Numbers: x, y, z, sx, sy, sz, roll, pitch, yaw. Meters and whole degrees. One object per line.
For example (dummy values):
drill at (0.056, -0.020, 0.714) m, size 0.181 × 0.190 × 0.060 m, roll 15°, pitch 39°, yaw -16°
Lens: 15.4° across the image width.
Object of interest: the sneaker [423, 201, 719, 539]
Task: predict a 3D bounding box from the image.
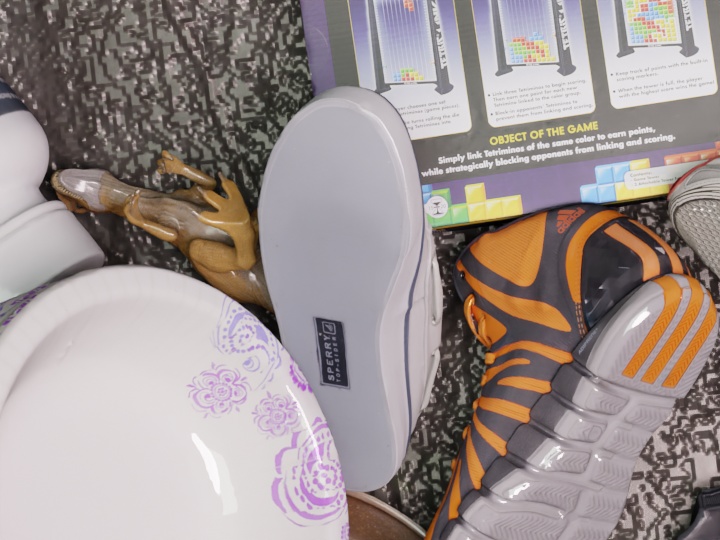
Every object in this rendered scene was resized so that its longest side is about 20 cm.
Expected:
sneaker at (0.072, 0.059, 1.179) m, size 0.200 × 0.077 × 0.112 m, roll -55°, pitch 44°, yaw 15°

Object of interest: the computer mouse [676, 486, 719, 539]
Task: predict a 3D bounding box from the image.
computer mouse at (0.173, 0.089, 1.204) m, size 0.058 × 0.034 × 0.201 m, roll 11°, pitch 86°, yaw -8°

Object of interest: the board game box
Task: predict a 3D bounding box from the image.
board game box at (0.075, -0.106, 1.196) m, size 0.199 × 0.057 × 0.166 m, roll -7°, pitch 88°, yaw 7°

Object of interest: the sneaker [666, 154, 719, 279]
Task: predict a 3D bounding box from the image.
sneaker at (0.201, 0.029, 1.099) m, size 0.082 × 0.078 × 0.200 m, roll -35°, pitch 69°, yaw -30°

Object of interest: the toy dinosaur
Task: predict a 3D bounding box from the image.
toy dinosaur at (-0.047, -0.001, 1.215) m, size 0.200 × 0.106 × 0.060 m, roll 39°, pitch 58°, yaw 6°

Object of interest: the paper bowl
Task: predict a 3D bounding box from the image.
paper bowl at (-0.109, 0.105, 1.115) m, size 0.104 × 0.200 × 0.201 m, roll -19°, pitch 89°, yaw 47°

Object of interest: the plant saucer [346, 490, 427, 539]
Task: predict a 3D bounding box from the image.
plant saucer at (-0.033, 0.193, 1.224) m, size 0.200 × 0.037 × 0.201 m, roll 0°, pitch 92°, yaw 7°

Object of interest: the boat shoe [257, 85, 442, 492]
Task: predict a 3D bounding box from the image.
boat shoe at (0.000, 0.000, 1.150) m, size 0.073 × 0.065 × 0.200 m, roll 17°, pitch 129°, yaw 17°

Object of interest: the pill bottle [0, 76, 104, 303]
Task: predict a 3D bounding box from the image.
pill bottle at (-0.210, -0.054, 1.191) m, size 0.120 × 0.120 × 0.200 m, roll -42°, pitch 83°, yaw 6°
